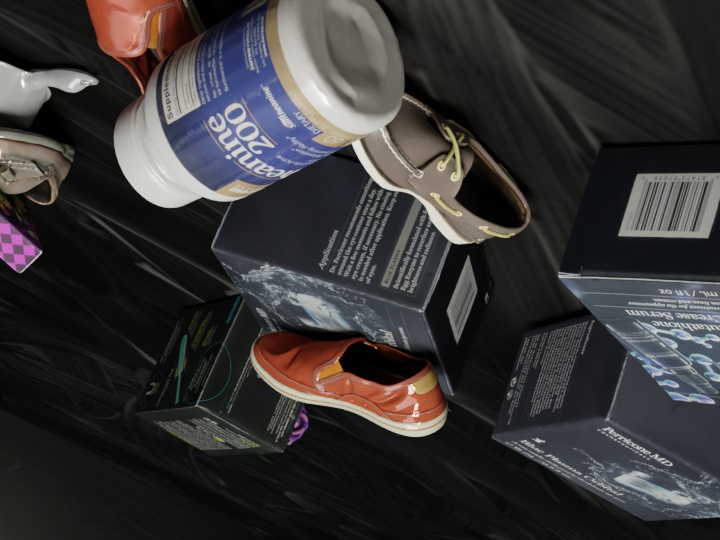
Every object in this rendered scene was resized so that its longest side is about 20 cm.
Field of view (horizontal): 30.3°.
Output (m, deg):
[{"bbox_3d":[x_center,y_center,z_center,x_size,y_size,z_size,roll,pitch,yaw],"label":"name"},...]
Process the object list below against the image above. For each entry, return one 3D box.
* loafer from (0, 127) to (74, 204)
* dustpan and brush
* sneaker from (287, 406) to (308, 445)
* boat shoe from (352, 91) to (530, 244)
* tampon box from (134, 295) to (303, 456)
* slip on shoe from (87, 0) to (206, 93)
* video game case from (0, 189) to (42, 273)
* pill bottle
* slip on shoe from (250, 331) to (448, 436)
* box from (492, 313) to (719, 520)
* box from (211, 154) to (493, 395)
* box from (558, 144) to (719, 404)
[{"bbox_3d":[-0.313,-0.096,1.246,0.071,0.064,0.200,9,-179,3],"label":"loafer"},{"bbox_3d":[-0.315,-0.166,1.196,0.198,0.058,0.139,17,172,33],"label":"dustpan and brush"},{"bbox_3d":[-0.118,0.218,1.902,0.087,0.081,0.201,14,158,1],"label":"sneaker"},{"bbox_3d":[0.060,-0.079,0.981,0.059,0.073,0.200,-1,153,35],"label":"boat shoe"},{"bbox_3d":[-0.160,0.132,1.616,0.126,0.151,0.199,32,158,-23],"label":"tampon box"},{"bbox_3d":[-0.162,-0.184,0.942,0.073,0.062,0.200,15,157,25],"label":"slip on shoe"},{"bbox_3d":[-0.388,-0.107,1.239,0.200,0.036,0.182,48,-177,-34],"label":"video game case"},{"bbox_3d":[-0.075,-0.113,0.900,0.199,0.112,0.111,-22,135,38],"label":"pill bottle"},{"bbox_3d":[-0.012,0.082,1.142,0.198,0.074,0.062,16,126,34],"label":"slip on shoe"},{"bbox_3d":[0.259,0.134,1.213,0.195,0.119,0.200,29,158,-16],"label":"box"},{"bbox_3d":[0.000,0.000,1.171,0.198,0.119,0.197,17,159,19],"label":"box"},{"bbox_3d":[0.258,0.009,0.936,0.147,0.108,0.200,2,152,42],"label":"box"}]
